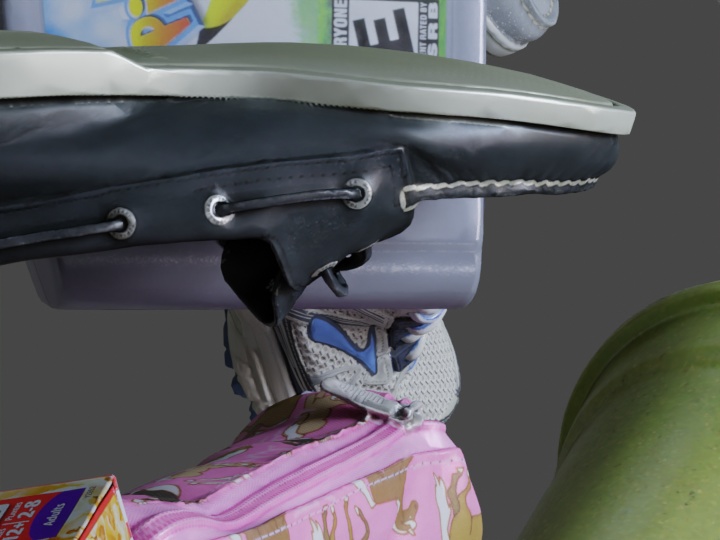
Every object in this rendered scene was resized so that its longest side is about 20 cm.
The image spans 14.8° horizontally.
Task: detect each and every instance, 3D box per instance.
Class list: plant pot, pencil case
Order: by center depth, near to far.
[{"bbox_3d":[-0.036,0.082,0.707,0.200,0.082,0.087,-19,103,-67],"label":"pencil case"},{"bbox_3d":[0.124,0.130,0.985,0.184,0.200,0.201,-39,121,-52],"label":"plant pot"}]

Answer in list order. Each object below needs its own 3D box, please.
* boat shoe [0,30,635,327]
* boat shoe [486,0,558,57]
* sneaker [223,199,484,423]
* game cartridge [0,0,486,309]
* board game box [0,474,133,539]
[{"bbox_3d":[-0.030,-0.019,0.655,0.198,0.074,0.066,0,100,-26],"label":"boat shoe"},{"bbox_3d":[0.047,-0.179,1.010,0.074,0.064,0.203,-30,111,-67],"label":"boat shoe"},{"bbox_3d":[0.000,0.000,0.816,0.200,0.085,0.077,50,39,-55],"label":"sneaker"},{"bbox_3d":[-0.033,-0.090,0.708,0.040,0.133,0.201,-175,-95,-74],"label":"game cartridge"},{"bbox_3d":[-0.072,0.152,0.524,0.200,0.046,0.152,-61,138,-65],"label":"board game box"}]
